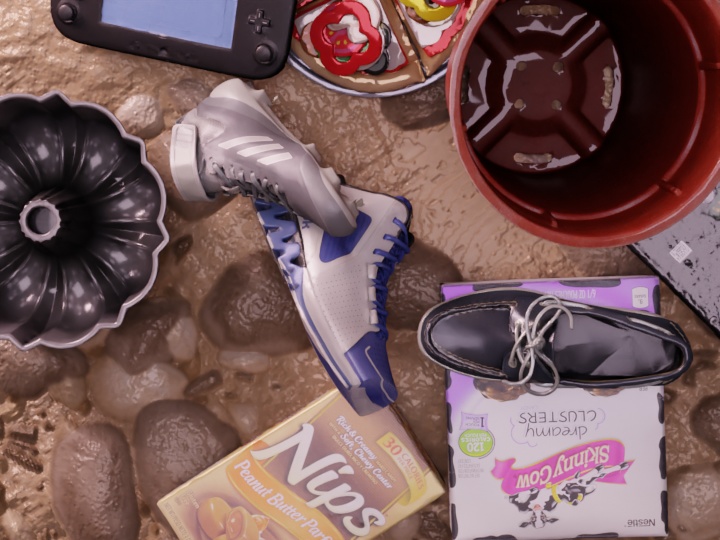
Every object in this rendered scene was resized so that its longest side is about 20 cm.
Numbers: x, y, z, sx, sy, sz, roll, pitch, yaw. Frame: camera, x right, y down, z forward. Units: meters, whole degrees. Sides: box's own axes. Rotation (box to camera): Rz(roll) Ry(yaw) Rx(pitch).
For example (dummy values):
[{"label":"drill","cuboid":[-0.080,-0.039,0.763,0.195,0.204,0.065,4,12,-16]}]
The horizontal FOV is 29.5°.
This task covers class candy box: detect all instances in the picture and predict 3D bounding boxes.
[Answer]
[{"label":"candy box","cuboid":[0.149,0.106,1.066,0.167,0.072,0.200,-3,91,3]},{"label":"candy box","cuboid":[-0.046,0.177,1.086,0.200,0.055,0.116,-33,89,3]}]

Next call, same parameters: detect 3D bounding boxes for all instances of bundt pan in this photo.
[{"label":"bundt pan","cuboid":[-0.244,-0.039,1.080,0.202,0.076,0.202,0,92,2]}]

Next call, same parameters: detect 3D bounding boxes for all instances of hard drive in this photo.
[{"label":"hard drive","cuboid":[0.289,-0.037,1.073,0.200,0.038,0.140,44,93,2]}]

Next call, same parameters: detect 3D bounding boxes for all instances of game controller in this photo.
[{"label":"game controller","cuboid":[-0.147,-0.216,1.071,0.200,0.042,0.104,13,118,8]}]

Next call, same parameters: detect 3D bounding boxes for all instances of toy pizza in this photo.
[{"label":"toy pizza","cuboid":[0.009,-0.236,1.069,0.200,0.032,0.200,1,101,6]}]

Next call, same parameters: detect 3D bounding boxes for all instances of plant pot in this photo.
[{"label":"plant pot","cuboid":[0.149,-0.131,0.988,0.200,0.195,0.201,-1,101,-5]}]

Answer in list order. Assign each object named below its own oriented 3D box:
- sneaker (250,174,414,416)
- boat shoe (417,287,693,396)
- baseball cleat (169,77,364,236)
[{"label":"sneaker","cuboid":[0.000,-0.001,1.049,0.115,0.081,0.200,-24,65,-3]},{"label":"boat shoe","cuboid":[0.141,0.055,0.999,0.200,0.062,0.075,9,93,3]},{"label":"baseball cleat","cuboid":[-0.079,-0.069,1.036,0.106,0.200,0.070,-35,134,-6]}]
